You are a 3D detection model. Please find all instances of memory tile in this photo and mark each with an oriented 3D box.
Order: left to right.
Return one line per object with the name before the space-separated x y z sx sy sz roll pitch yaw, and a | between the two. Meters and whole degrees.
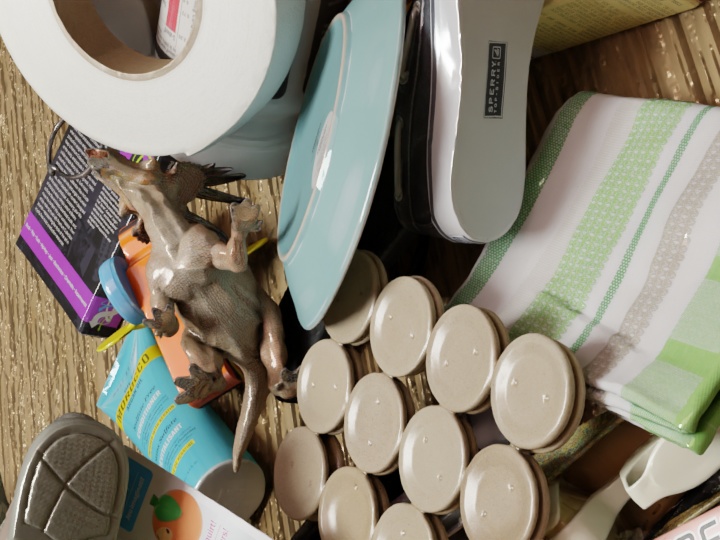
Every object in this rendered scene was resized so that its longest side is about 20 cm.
memory tile | 0.025 0.082 0.633 0.200 0.017 0.155 26 104 53

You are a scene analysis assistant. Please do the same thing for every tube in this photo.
tube | -0.128 0.102 0.881 0.078 0.050 0.200 -60 37 5

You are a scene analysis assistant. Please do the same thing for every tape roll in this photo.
tape roll | -0.126 -0.164 0.742 0.201 0.037 0.205 11 116 23

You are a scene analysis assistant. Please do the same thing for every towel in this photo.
towel | 0.120 -0.013 0.590 0.150 0.031 0.200 -63 25 -2

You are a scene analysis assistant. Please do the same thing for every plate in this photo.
plate | -0.017 -0.069 0.703 0.200 0.025 0.202 -166 90 -79

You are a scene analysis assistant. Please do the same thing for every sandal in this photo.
sandal | -0.001 0.000 0.771 0.201 0.048 0.076 -58 39 38

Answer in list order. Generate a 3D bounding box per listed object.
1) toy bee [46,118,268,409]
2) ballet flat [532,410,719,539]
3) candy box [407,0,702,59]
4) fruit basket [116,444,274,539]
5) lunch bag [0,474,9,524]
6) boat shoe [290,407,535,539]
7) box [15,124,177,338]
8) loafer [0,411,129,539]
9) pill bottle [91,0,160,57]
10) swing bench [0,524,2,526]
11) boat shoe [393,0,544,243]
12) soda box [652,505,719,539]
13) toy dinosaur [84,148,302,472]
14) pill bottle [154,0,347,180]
toy bee | -0.122 -0.005 0.878 0.130 0.109 0.202 -11 81 13
ballet flat | 0.118 0.096 0.578 0.200 0.070 0.071 -46 48 27
candy box | 0.087 -0.178 0.713 0.199 0.055 0.117 -11 70 47
fruit basket | -0.082 0.214 0.655 0.199 0.094 0.187 26 101 21
lunch bag | -0.308 0.252 0.938 0.164 0.116 0.202 114 153 -65
boat shoe | 0.030 0.120 0.683 0.200 0.057 0.067 -47 48 29
box | -0.190 -0.070 1.006 0.143 0.036 0.201 43 112 45
loafer | -0.168 0.170 0.667 0.063 0.071 0.202 9 80 71
pill bottle | -0.170 -0.192 0.903 0.110 0.109 0.200 -52 14 23
swing bench | -0.159 0.264 0.781 0.198 0.130 0.201 17 90 12
boat shoe | 0.048 -0.116 0.655 0.067 0.071 0.202 9 99 48
soda box | 0.176 0.122 0.516 0.200 0.063 0.069 -39 52 35
toy dinosaur | -0.086 0.011 0.782 0.085 0.201 0.136 -22 20 -3
pill bottle | -0.066 -0.166 0.803 0.116 0.116 0.201 48 134 44
